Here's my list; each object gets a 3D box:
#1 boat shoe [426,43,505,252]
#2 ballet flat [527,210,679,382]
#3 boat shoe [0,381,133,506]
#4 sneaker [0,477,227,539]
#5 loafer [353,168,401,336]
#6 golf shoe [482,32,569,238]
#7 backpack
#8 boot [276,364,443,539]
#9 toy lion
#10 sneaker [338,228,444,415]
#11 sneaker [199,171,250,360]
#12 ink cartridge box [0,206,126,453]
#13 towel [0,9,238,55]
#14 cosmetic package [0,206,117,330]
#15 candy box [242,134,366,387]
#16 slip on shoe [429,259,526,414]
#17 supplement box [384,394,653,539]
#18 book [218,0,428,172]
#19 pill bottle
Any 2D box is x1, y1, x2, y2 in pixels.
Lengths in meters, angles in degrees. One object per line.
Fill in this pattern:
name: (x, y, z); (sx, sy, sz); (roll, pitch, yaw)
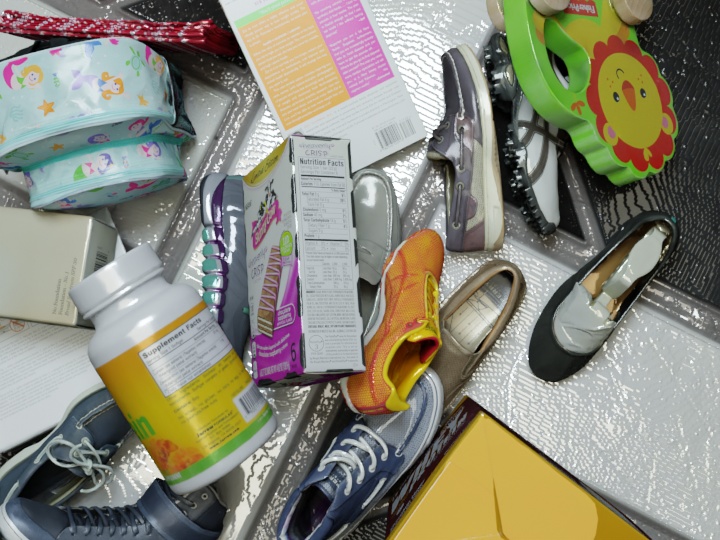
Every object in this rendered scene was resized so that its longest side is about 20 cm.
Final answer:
boat shoe: (0.095, -0.116, 0.898); (0.064, 0.072, 0.203); (-9, 91, -5)
ballet flat: (0.229, 0.020, 0.883); (0.068, 0.068, 0.201); (38, 89, 4)
boat shoe: (-0.271, 0.175, 0.882); (0.199, 0.075, 0.062); (-35, 41, 8)
sneaker: (-0.217, 0.220, 0.859); (0.202, 0.077, 0.147); (39, 90, -34)
loafer: (0.000, 0.000, 0.895); (0.069, 0.070, 0.203); (5, 86, 7)
golf shoe: (0.179, -0.136, 0.892); (0.093, 0.078, 0.203); (-11, 87, 2)
backpack: (-0.251, -0.135, 0.854); (0.175, 0.200, 0.153); (-13, 85, 1)
boot: (0.002, 0.175, 0.851); (0.072, 0.090, 0.201); (35, 102, 20)
toy lion: (0.217, -0.174, 0.855); (0.198, 0.068, 0.194); (-6, 83, -39)
sneaker: (0.049, 0.047, 0.854); (0.076, 0.073, 0.202); (-4, 52, 35)
sneaker: (-0.108, 0.002, 0.903); (0.086, 0.074, 0.203); (-3, 85, -2)
ink cartridge box: (-0.298, 0.059, 0.923); (0.198, 0.044, 0.175); (-25, 81, 2)
towel: (-0.222, -0.225, 0.887); (0.197, 0.145, 0.023); (4, 98, 3)
cosmetic package: (-0.340, -0.007, 0.878); (0.197, 0.073, 0.105); (6, 83, 5)
candy box: (-0.054, -0.003, 0.826); (0.060, 0.136, 0.203); (1, 78, -25)
slip on shoe: (0.087, 0.073, 0.891); (0.076, 0.061, 0.200); (43, 89, 5)
supplement box: (0.136, 0.225, 0.808); (0.196, 0.200, 0.133); (37, 89, 5)
book: (-0.034, -0.195, 0.906); (0.132, 0.048, 0.202); (-25, 98, 0)
pill bottle: (-0.168, 0.083, 0.819); (0.110, 0.111, 0.201); (-31, 95, 1)
